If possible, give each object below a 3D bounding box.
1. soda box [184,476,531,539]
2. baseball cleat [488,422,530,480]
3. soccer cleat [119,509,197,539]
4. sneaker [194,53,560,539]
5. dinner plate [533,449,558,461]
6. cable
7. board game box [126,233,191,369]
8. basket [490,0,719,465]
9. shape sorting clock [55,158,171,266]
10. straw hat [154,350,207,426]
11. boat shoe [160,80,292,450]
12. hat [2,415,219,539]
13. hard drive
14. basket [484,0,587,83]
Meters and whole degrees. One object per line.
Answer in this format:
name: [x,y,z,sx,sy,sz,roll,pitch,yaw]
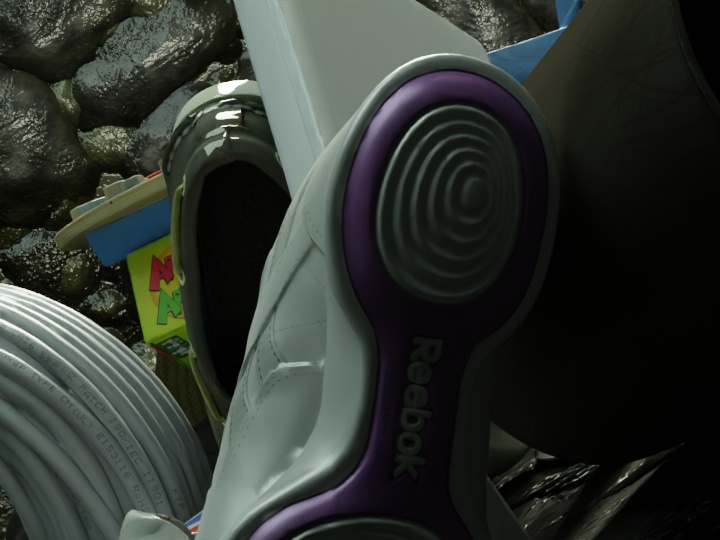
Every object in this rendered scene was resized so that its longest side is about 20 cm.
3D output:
soda box: [-0.047,0.117,0.647,0.200,0.068,0.063,-35,2,-7]
baseball cleat: [0.000,0.000,0.808,0.070,0.201,0.106,-5,-25,-38]
soccer cleat: [-0.060,0.117,0.581,0.200,0.085,0.069,-35,2,-11]
sneaker: [0.001,0.043,0.533,0.100,0.075,0.201,-154,82,-79]
dinner plate: [0.143,0.006,0.760,0.200,0.024,0.200,-36,3,2]
cable: [-0.145,0.104,0.743,0.069,0.199,0.201,-27,-52,-64]
board game box: [-0.013,0.025,0.949,0.101,0.048,0.200,-24,-29,16]
basket: [0.108,-0.027,0.556,0.180,0.136,0.200,-13,-15,-28]
shape sorting clock: [-0.050,-0.053,0.939,0.199,0.039,0.200,-24,3,1]
straw hat: [-0.012,0.057,1.116,0.201,0.202,0.085,-36,42,-22]
boat shoe: [-0.027,0.035,0.729,0.072,0.202,0.060,-13,22,4]
hat: [-0.112,0.112,0.875,0.201,0.081,0.201,-47,18,20]
hard drive: [0.020,-0.036,0.715,0.027,0.132,0.200,-43,42,25]
basket: [0.141,-0.084,0.850,0.176,0.140,0.200,2,-16,-44]
